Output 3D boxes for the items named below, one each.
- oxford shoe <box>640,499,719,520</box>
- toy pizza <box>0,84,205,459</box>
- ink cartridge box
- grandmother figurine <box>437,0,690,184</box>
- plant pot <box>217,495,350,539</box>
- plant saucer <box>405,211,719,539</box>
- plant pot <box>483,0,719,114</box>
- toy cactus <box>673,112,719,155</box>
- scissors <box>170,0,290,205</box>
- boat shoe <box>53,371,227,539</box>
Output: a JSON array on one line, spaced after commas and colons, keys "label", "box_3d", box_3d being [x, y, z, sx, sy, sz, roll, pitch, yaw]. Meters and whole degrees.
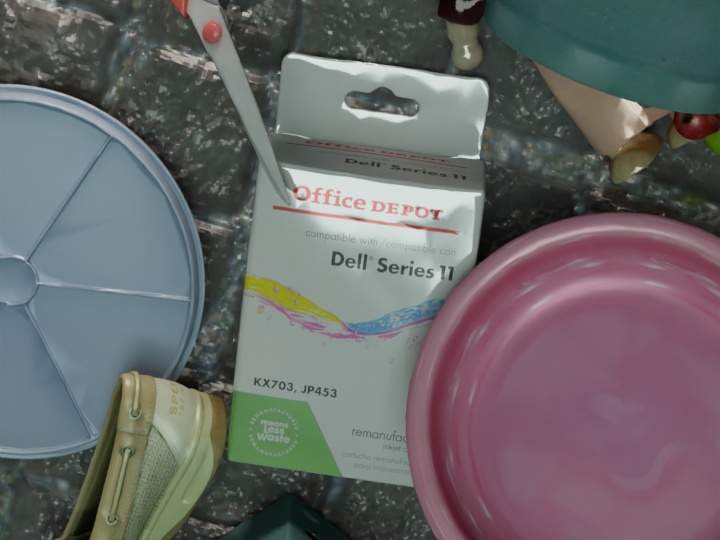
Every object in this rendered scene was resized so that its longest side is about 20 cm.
[{"label": "oxford shoe", "box_3d": [0.126, 0.150, 0.983, 0.199, 0.071, 0.073, -29, 83, 7]}, {"label": "toy pizza", "box_3d": [-0.178, 0.001, 1.028, 0.198, 0.032, 0.202, 1, 107, 2]}, {"label": "ink cartridge box", "box_3d": [0.000, 0.000, 0.998, 0.116, 0.067, 0.202, 7, 107, 1]}, {"label": "grandmother figurine", "box_3d": [0.090, -0.140, 0.960, 0.121, 0.061, 0.201, -32, 100, 16]}, {"label": "plant pot", "box_3d": [-0.065, 0.231, 1.040, 0.141, 0.141, 0.200, 39, 98, -8]}, {"label": "plant saucer", "box_3d": [0.122, 0.075, 0.938, 0.198, 0.051, 0.203, -3, 74, 10]}, {"label": "plant pot", "box_3d": [0.127, -0.150, 0.841, 0.198, 0.201, 0.135, 17, 111, -2]}, {"label": "toy cactus", "box_3d": [0.256, -0.095, 0.924, 0.199, 0.165, 0.103, -33, 61, 19]}, {"label": "scissors", "box_3d": [-0.071, -0.130, 0.954, 0.073, 0.014, 0.201, -41, 75, 17]}, {"label": "boat shoe", "box_3d": [-0.141, 0.141, 1.033, 0.063, 0.073, 0.201, 22, 115, -25]}]
